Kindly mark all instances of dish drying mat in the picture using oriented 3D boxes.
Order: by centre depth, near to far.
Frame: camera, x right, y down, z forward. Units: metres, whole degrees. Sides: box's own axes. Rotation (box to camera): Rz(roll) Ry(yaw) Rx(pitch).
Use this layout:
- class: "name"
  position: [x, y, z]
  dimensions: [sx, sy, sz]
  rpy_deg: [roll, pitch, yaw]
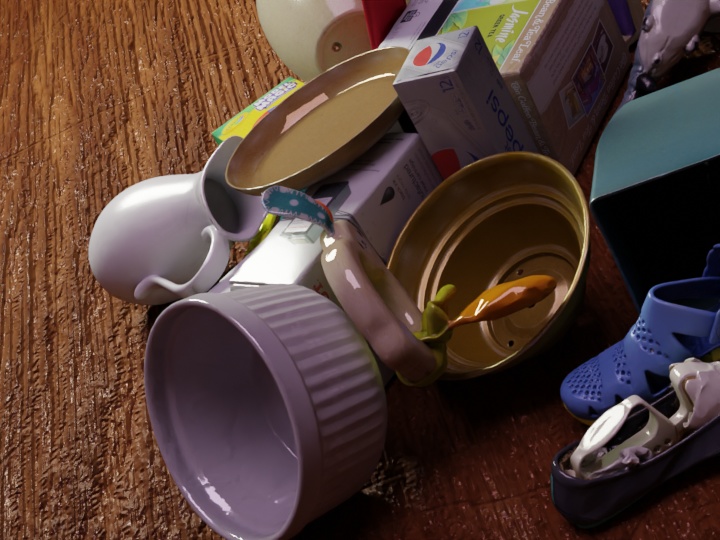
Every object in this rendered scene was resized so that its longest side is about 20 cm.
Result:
- class: "dish drying mat"
  position: [0.035, -0.219, 1.700]
  dimensions: [0.018, 0.200, 0.077]
  rpy_deg: [8, 44, 23]

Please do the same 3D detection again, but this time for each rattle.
- class: "rattle"
  position: [0.029, -0.023, 1.301]
  dimensions: [0.143, 0.130, 0.200]
  rpy_deg: [-45, 56, 26]

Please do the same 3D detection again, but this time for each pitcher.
- class: "pitcher"
  position: [-0.182, -0.023, 1.654]
  dimensions: [0.200, 0.121, 0.172]
  rpy_deg: [-27, 33, 40]

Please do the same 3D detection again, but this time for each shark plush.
- class: "shark plush"
  position: [0.295, -0.213, 1.606]
  dimensions: [0.091, 0.083, 0.200]
  rpy_deg: [17, 73, 0]

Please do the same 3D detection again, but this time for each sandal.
- class: "sandal"
  position: [0.230, 0.043, 1.246]
  dimensions: [0.200, 0.087, 0.080]
  rpy_deg: [-32, 31, 13]

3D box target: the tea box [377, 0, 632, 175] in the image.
- class: "tea box"
  position: [0.126, -0.183, 1.628]
  dimensions: [0.196, 0.134, 0.200]
  rpy_deg: [-4, 39, 34]

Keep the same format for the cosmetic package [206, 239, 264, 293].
- class: "cosmetic package"
  position: [-0.046, 0.004, 1.563]
  dimensions: [0.200, 0.071, 0.101]
  rpy_deg: [-45, 33, -22]

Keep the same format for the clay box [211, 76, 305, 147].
- class: "clay box"
  position: [-0.081, -0.147, 1.840]
  dimensions: [0.115, 0.048, 0.200]
  rpy_deg: [-37, 32, -13]

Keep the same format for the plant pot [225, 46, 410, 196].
- class: "plant pot"
  position: [-0.031, -0.127, 1.509]
  dimensions: [0.200, 0.028, 0.200]
  rpy_deg: [-29, 24, 14]

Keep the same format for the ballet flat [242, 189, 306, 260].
- class: "ballet flat"
  position: [-0.068, -0.059, 1.691]
  dimensions: [0.067, 0.067, 0.200]
  rpy_deg: [-28, 26, 42]

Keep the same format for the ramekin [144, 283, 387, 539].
- class: "ramekin"
  position: [-0.069, 0.104, 1.317]
  dimensions: [0.105, 0.201, 0.200]
  rpy_deg: [-19, 19, -37]

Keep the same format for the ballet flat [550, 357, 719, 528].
- class: "ballet flat"
  position: [0.217, 0.107, 1.187]
  dimensions: [0.200, 0.073, 0.073]
  rpy_deg: [-31, 30, -1]

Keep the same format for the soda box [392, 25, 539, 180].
- class: "soda box"
  position: [0.104, -0.107, 1.469]
  dimensions: [0.063, 0.200, 0.068]
  rpy_deg: [-9, 38, 31]

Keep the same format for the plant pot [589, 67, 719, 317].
- class: "plant pot"
  position: [0.269, -0.069, 1.338]
  dimensions: [0.141, 0.141, 0.200]
  rpy_deg: [-20, 27, 18]

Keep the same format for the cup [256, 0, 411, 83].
- class: "cup"
  position: [-0.005, -0.261, 1.800]
  dimensions: [0.200, 0.200, 0.143]
  rpy_deg: [-26, 34, 8]

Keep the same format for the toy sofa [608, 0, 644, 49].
- class: "toy sofa"
  position: [0.209, -0.304, 1.671]
  dimensions: [0.098, 0.200, 0.083]
  rpy_deg: [-39, 31, -27]

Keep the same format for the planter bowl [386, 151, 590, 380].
- class: "planter bowl"
  position: [0.119, 0.011, 1.371]
  dimensions: [0.200, 0.083, 0.201]
  rpy_deg: [-23, 50, 31]

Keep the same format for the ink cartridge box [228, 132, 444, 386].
- class: "ink cartridge box"
  position: [0.000, 0.000, 1.457]
  dimensions: [0.084, 0.146, 0.200]
  rpy_deg: [4, 45, 43]

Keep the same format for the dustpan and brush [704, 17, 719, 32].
- class: "dustpan and brush"
  position: [0.415, -0.278, 1.589]
  dimensions: [0.140, 0.057, 0.200]
  rpy_deg: [-44, 33, -22]
